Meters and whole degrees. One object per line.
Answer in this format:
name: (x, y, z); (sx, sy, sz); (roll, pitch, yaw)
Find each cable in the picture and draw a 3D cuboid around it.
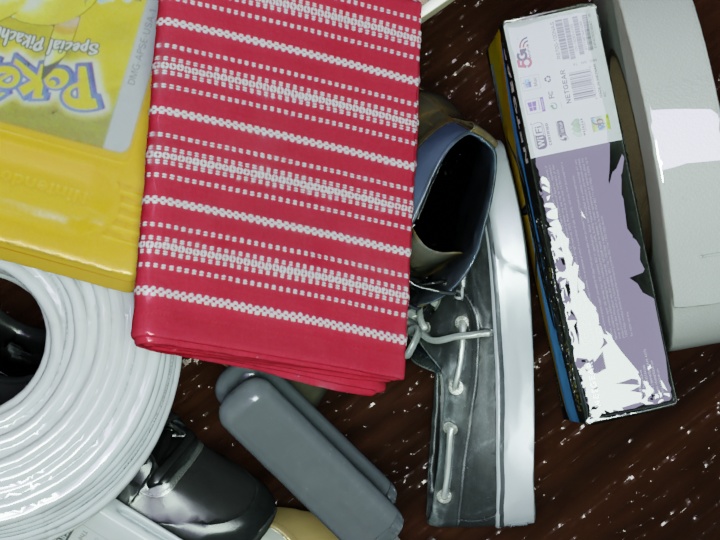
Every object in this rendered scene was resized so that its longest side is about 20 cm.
cable: (-0.186, 0.036, 1.456); (0.199, 0.069, 0.201); (-18, 77, -6)

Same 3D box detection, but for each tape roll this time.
tape roll: (0.151, -0.060, 1.487); (0.037, 0.203, 0.204); (-9, 88, 0)

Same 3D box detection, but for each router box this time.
router box: (0.110, -0.025, 1.512); (0.051, 0.149, 0.201); (-11, 88, -1)

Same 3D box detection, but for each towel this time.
towel: (-0.039, -0.047, 1.437); (0.144, 0.022, 0.201); (11, 74, -27)

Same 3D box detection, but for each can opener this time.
can opener: (-0.008, 0.127, 1.516); (0.066, 0.053, 0.200); (-36, 115, 8)

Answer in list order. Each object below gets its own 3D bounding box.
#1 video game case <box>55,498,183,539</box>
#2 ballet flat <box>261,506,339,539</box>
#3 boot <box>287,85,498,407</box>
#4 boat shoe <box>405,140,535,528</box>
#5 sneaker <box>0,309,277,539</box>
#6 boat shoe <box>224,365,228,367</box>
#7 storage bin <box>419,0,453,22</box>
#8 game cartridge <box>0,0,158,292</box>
video game case: (-0.131, 0.217, 1.527); (0.182, 0.023, 0.200); (32, 113, -2)
ballet flat: (-0.095, 0.158, 1.551); (0.199, 0.063, 0.069); (-2, 90, 0)
boot: (0.000, 0.000, 1.507); (0.075, 0.097, 0.201); (24, 88, -29)
boat shoe: (0.053, 0.034, 1.550); (0.068, 0.074, 0.200); (-3, 102, -2)
sneaker: (-0.135, 0.080, 1.517); (0.199, 0.076, 0.088); (21, 133, 10)
boat shoe: (-0.133, -0.023, 1.547); (0.200, 0.073, 0.063); (28, 74, 0)
storage bin: (-0.054, -0.185, 1.546); (0.200, 0.094, 0.199); (-35, 89, 0)
game cartridge: (-0.165, -0.103, 1.446); (0.176, 0.032, 0.201); (15, 65, 0)
